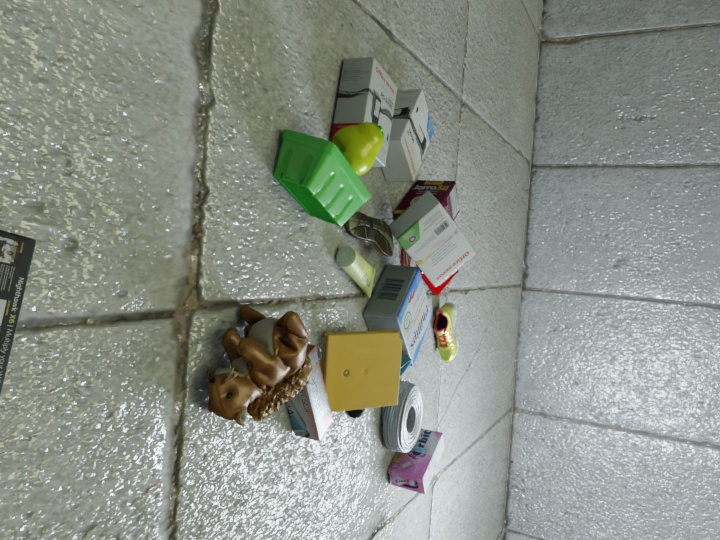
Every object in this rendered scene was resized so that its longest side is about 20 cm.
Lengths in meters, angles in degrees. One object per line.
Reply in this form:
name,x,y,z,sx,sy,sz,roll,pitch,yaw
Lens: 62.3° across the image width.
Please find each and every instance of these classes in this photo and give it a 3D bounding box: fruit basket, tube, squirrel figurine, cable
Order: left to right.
squirrel figurine,-0.174,0.188,1.026,0.188,0.139,0.202,-57,140,-33
fruit basket,-0.049,-0.216,1.179,0.214,0.153,0.220,-34,134,-43
tube,0.000,0.000,1.440,0.058,0.052,0.200,-40,152,1
cable,0.127,0.425,1.737,0.199,0.068,0.205,-11,103,-63

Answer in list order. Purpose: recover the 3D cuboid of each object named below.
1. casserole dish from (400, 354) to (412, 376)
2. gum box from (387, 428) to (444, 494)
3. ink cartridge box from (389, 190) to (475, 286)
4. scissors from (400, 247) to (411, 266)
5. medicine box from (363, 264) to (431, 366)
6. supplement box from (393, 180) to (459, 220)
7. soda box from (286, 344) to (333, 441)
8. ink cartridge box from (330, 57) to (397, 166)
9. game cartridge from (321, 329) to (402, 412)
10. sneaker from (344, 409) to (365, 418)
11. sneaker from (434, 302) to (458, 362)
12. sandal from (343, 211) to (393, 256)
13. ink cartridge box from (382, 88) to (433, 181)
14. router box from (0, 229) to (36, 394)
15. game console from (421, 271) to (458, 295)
casserole dish,0.056,0.283,1.531,0.199,0.039,0.122,-34,159,-39
gum box,0.170,0.572,1.799,0.200,0.111,0.067,-49,136,-50
ink cartridge box,0.189,-0.080,1.569,0.200,0.144,0.084,46,7,-32
scissors,0.137,0.021,1.760,0.073,0.014,0.205,-31,122,-62
medicine box,0.106,0.120,1.610,0.184,0.101,0.202,-62,144,-38
supplement box,0.193,-0.168,1.709,0.201,0.128,0.105,-55,141,-46
soda box,-0.114,0.248,1.222,0.064,0.067,0.204,-46,134,-50
ink cartridge box,0.011,-0.359,1.359,0.145,0.082,0.205,25,72,-62
game cartridge,0.003,0.230,1.374,0.196,0.032,0.181,1,97,-29
sneaker,-0.010,0.256,1.440,0.081,0.073,0.205,-35,126,-67
sneaker,0.282,0.216,2.026,0.090,0.077,0.205,-11,99,-54
sandal,0.017,-0.088,1.460,0.198,0.054,0.084,18,72,-49
ink cartridge box,0.117,-0.356,1.575,0.203,0.082,0.146,-67,148,-32
router box,-0.423,0.046,0.582,0.157,0.051,0.205,27,70,-62
game console,0.239,-0.045,1.945,0.173,0.118,0.200,-48,146,-3
